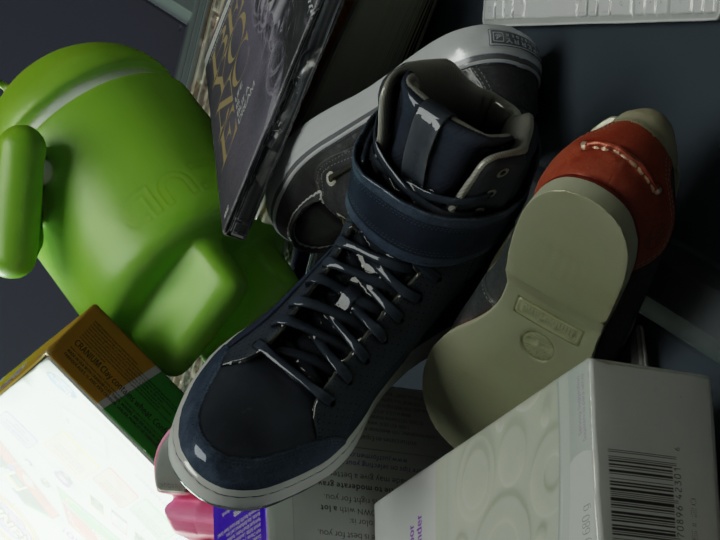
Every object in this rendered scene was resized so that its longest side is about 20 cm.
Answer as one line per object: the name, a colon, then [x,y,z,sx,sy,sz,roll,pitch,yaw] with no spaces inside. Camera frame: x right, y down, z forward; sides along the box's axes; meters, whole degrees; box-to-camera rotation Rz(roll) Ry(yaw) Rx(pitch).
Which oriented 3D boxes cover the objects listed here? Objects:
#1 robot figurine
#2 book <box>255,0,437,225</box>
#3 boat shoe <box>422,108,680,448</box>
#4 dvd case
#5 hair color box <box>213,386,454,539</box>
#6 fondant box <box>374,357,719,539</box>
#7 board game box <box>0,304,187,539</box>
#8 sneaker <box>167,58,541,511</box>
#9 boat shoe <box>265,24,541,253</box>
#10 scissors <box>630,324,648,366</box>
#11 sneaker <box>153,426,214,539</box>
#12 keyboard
robot figurine: [-0.118,-0.037,1.519,0.200,0.175,0.116,51,118,26]
book: [-0.011,-0.137,1.456,0.200,0.048,0.134,-66,26,26]
boat shoe: [0.080,0.012,1.208,0.063,0.071,0.200,-54,-9,-38]
dvd case: [-0.043,-0.125,1.442,0.200,0.016,0.149,-100,29,-61]
hair color box: [-0.004,0.151,1.280,0.065,0.109,0.201,-39,48,54]
fondant box: [0.071,0.136,1.168,0.200,0.058,0.145,138,136,-58]
board game box: [-0.136,0.113,1.520,0.040,0.153,0.200,-48,8,-34]
sneaker: [-0.001,-0.001,1.209,0.077,0.202,0.146,36,144,17]
boat shoe: [0.019,-0.042,1.350,0.200,0.070,0.066,-32,52,47]
scissors: [0.118,0.121,1.157,0.073,0.014,0.201,175,104,-65]
sneaker: [-0.033,0.153,1.388,0.079,0.095,0.201,3,107,35]
keyboard: [0.103,-0.134,1.265,0.200,0.011,0.057,8,89,64]
